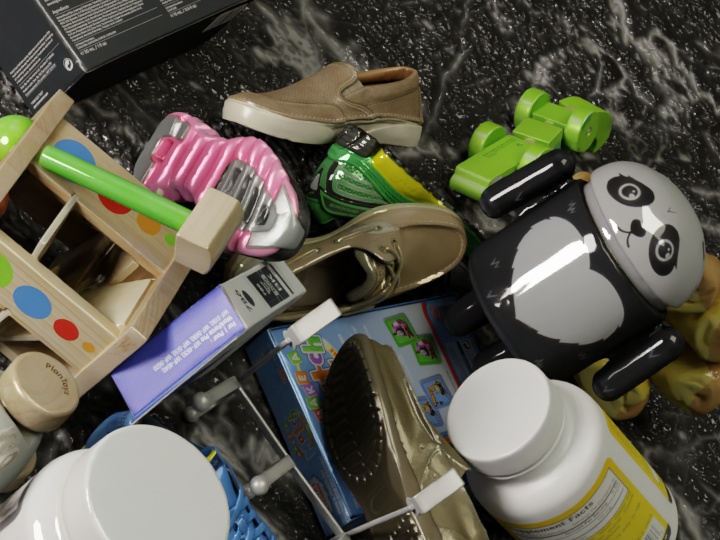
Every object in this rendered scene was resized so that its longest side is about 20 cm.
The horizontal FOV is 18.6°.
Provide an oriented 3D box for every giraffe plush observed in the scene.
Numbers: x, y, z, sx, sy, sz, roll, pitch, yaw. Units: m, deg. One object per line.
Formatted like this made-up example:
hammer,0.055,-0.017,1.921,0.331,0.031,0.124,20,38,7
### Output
giraffe plush,0.217,0.009,1.794,0.199,0.173,0.163,10,36,7

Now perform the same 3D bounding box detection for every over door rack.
over door rack,-0.038,0.120,1.448,0.066,0.200,0.148,-36,89,-32

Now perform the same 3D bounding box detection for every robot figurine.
robot figurine,0.159,0.005,1.631,0.150,0.199,0.125,45,20,-33

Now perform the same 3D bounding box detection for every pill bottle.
pill bottle,-0.168,0.174,1.293,0.113,0.200,0.114,21,51,-29
pill bottle,0.143,0.148,1.592,0.200,0.111,0.112,48,35,-44

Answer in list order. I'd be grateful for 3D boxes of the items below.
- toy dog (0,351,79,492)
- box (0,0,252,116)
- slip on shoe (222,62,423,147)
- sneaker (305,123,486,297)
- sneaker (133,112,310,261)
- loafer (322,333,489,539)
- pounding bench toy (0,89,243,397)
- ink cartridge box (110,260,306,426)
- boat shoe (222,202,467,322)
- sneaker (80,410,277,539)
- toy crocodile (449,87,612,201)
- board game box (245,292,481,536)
toy dog,-0.255,0.104,1.328,0.096,0.132,0.200,40,14,2
box,-0.193,-0.215,1.622,0.200,0.079,0.142,-31,88,-47
slip on shoe,-0.025,-0.132,1.699,0.199,0.076,0.061,1,105,-43
sneaker,0.033,-0.028,1.704,0.200,0.085,0.078,39,3,-30
sneaker,-0.079,-0.049,1.557,0.095,0.079,0.200,35,0,-37
loafer,0.032,0.136,1.521,0.067,0.076,0.201,0,60,-36
pounding bench toy,-0.185,-0.032,1.416,0.156,0.200,0.125,41,44,-12
ink cartridge box,-0.102,0.043,1.452,0.039,0.099,0.200,52,13,0
boat shoe,0.000,0.000,1.612,0.199,0.065,0.073,-11,113,-28
sneaker,-0.097,0.168,1.450,0.200,0.078,0.066,43,42,-12
toy crocodile,0.145,-0.101,1.851,0.067,0.062,0.200,22,37,27
board game box,0.025,0.102,1.626,0.199,0.037,0.152,-9,69,-45
